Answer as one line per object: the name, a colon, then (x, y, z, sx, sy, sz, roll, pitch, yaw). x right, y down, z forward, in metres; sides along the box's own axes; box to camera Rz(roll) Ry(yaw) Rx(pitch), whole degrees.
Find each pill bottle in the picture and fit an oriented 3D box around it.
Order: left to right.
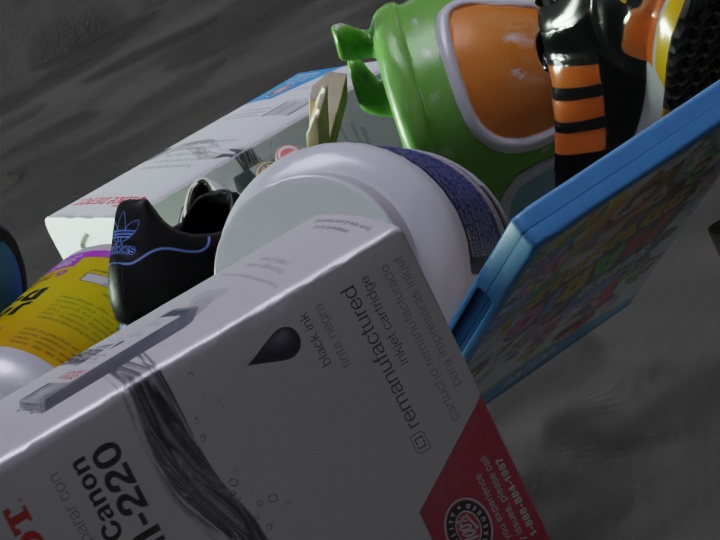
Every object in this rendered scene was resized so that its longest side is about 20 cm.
pill bottle: (-0.153, 0.069, 1.470, 0.104, 0.105, 0.200, -19, 14, 29)
pill bottle: (0.000, 0.000, 1.313, 0.111, 0.111, 0.200, -24, -4, 12)

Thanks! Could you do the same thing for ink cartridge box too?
ink cartridge box: (-0.051, 0.089, 1.075, 0.199, 0.146, 0.085, -30, 14, -17)
ink cartridge box: (-0.070, -0.043, 1.809, 0.199, 0.084, 0.145, -31, 13, -22)

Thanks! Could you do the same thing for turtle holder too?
turtle holder: (0.071, -0.071, 1.574, 0.131, 0.186, 0.141, -18, 48, 3)

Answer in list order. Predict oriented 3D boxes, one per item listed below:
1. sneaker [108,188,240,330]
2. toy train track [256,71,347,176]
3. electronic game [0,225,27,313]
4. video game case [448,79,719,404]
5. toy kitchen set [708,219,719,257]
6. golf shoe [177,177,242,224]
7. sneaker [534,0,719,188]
sneaker: (-0.037, -0.002, 1.452, 0.199, 0.078, 0.070, -5, 3, -44)
toy train track: (-0.042, -0.021, 1.555, 0.032, 0.115, 0.201, 8, 54, 7)
electronic game: (-0.224, 0.067, 1.495, 0.041, 0.201, 0.200, 23, 34, 17)
video game case: (0.091, -0.003, 1.252, 0.143, 0.018, 0.200, -34, -14, -28)
toy kitchen set: (0.213, -0.102, 1.191, 0.180, 0.201, 0.163, -27, 12, -5)
golf shoe: (-0.053, -0.016, 1.637, 0.078, 0.098, 0.200, -23, 12, 22)
sneaker: (0.112, -0.087, 1.317, 0.070, 0.090, 0.201, -31, -27, -31)
